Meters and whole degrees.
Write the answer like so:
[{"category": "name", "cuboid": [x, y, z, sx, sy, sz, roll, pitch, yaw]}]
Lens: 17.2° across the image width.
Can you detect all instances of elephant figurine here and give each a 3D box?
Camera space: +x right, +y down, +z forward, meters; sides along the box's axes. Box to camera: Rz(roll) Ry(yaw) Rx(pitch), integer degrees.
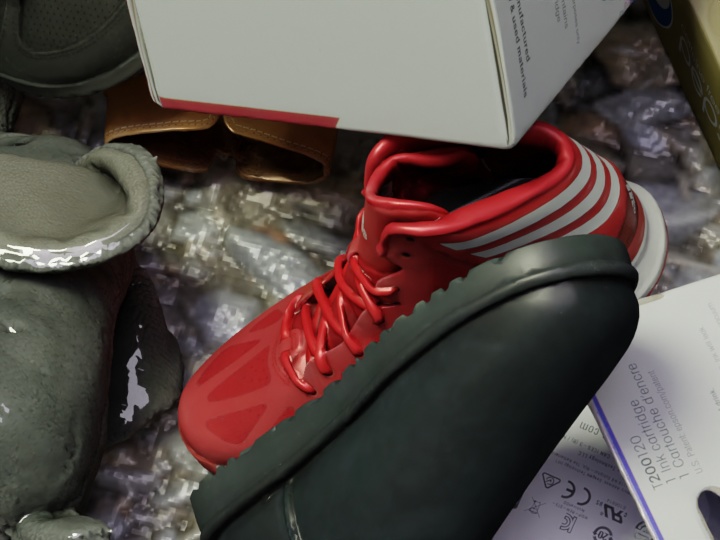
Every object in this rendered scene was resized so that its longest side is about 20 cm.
[{"category": "elephant figurine", "cuboid": [-0.124, 0.003, 0.882, 0.155, 0.141, 0.200, 44, 56, -10]}]

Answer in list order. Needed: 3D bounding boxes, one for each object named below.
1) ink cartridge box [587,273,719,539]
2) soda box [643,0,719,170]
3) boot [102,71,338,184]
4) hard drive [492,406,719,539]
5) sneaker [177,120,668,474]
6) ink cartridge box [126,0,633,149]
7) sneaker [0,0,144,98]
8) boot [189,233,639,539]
[{"category": "ink cartridge box", "cuboid": [0.185, 0.083, 0.834, 0.199, 0.043, 0.199, -16, 70, -23]}, {"category": "soda box", "cuboid": [0.155, -0.103, 0.937, 0.067, 0.064, 0.201, -19, 68, -5]}, {"category": "boot", "cuboid": [-0.089, -0.117, 0.952, 0.198, 0.074, 0.156, 6, 69, 7]}, {"category": "hard drive", "cuboid": [0.067, 0.129, 0.857, 0.139, 0.038, 0.201, 23, 71, 13]}, {"category": "sneaker", "cuboid": [0.000, 0.000, 0.846, 0.199, 0.115, 0.079, -30, 54, 14]}, {"category": "ink cartridge box", "cuboid": [0.027, -0.134, 0.850, 0.145, 0.083, 0.200, 8, 37, 29]}, {"category": "sneaker", "cuboid": [-0.150, -0.116, 0.894, 0.199, 0.082, 0.074, 10, 73, 33]}, {"category": "boot", "cuboid": [0.040, 0.106, 0.772, 0.200, 0.076, 0.169, -38, 63, 30]}]
